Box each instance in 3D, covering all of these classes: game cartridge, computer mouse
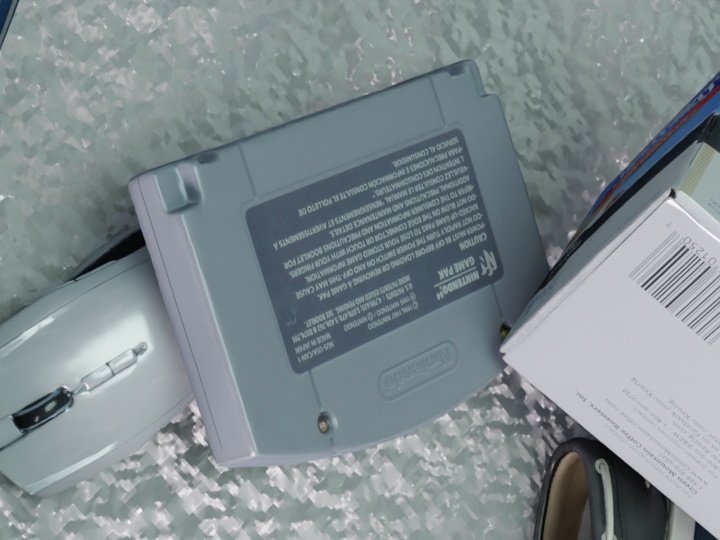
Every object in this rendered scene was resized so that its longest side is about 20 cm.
[{"bbox_3d":[0.000,0.000,0.884,0.199,0.041,0.134,-23,94,-46],"label":"game cartridge"},{"bbox_3d":[-0.113,0.043,0.833,0.200,0.044,0.110,-38,104,-27],"label":"computer mouse"}]

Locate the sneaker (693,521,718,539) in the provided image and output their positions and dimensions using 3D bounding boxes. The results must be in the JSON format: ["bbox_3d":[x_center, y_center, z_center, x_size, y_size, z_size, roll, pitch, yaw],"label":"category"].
[{"bbox_3d":[0.228,0.118,1.006,0.199,0.084,0.076,-14,93,-31],"label":"sneaker"}]

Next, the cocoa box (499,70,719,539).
[{"bbox_3d":[0.187,0.028,0.906,0.200,0.133,0.131,40,46,-3],"label":"cocoa box"}]

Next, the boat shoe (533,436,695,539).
[{"bbox_3d":[0.095,0.170,0.929,0.060,0.074,0.202,21,73,-27],"label":"boat shoe"}]

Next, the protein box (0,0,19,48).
[{"bbox_3d":[-0.188,-0.068,0.690,0.134,0.200,0.200,21,74,-9],"label":"protein box"}]
